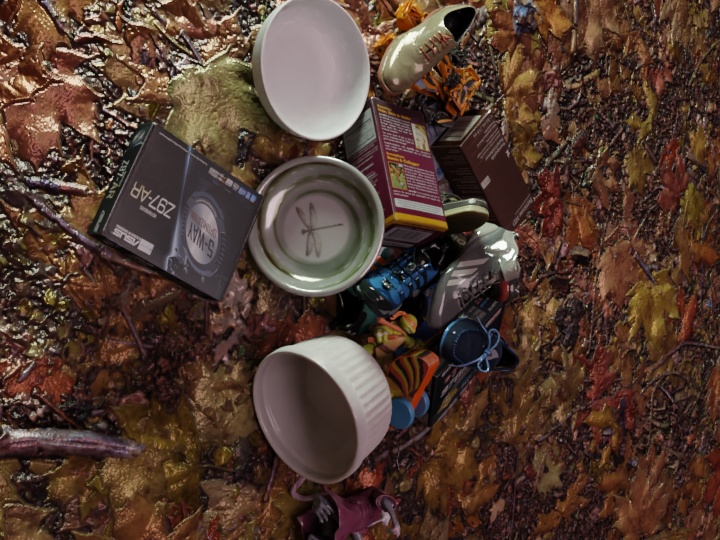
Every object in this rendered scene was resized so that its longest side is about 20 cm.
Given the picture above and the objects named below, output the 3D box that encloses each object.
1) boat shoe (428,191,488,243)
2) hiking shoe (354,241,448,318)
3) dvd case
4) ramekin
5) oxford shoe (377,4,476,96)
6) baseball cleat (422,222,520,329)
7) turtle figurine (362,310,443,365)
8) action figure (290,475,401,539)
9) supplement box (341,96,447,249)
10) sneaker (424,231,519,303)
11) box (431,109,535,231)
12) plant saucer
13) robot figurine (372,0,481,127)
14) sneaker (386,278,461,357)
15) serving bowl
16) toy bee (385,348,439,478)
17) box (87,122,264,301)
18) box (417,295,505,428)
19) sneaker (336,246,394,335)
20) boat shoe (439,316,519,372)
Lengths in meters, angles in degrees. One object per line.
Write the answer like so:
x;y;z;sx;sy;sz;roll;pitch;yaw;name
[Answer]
0.129;-0.092;1.445;0.071;0.200;0.067;15;74;-25;boat shoe
0.058;0.003;1.342;0.074;0.087;0.200;42;27;9;hiking shoe
0.152;-0.198;1.569;0.142;0.017;0.202;-38;118;-32;dvd case
-0.047;0.187;1.311;0.105;0.198;0.203;-27;110;-45;ramekin
0.101;-0.342;1.401;0.071;0.074;0.201;48;65;-20;oxford shoe
0.177;0.011;1.397;0.201;0.105;0.070;-59;148;-22;baseball cleat
0.028;0.112;1.399;0.161;0.065;0.199;-42;156;16;turtle figurine
-0.016;0.377;1.436;0.199;0.134;0.150;-10;57;-52;action figure
0.048;-0.143;1.390;0.109;0.085;0.203;8;63;-40;supplement box
0.173;-0.008;1.499;0.097;0.201;0.072;-7;127;-31;sneaker
0.209;-0.160;1.564;0.100;0.074;0.201;-50;125;-27;box
-0.063;-0.061;1.326;0.197;0.050;0.204;0;82;1;plant saucer
0.116;-0.326;1.488;0.200;0.058;0.146;40;68;-25;robot figurine
0.109;0.048;1.510;0.200;0.076;0.112;-49;132;-20;sneaker
-0.080;-0.287;1.328;0.198;0.065;0.204;-4;97;-41;serving bowl
0.041;0.200;1.395;0.202;0.108;0.131;-67;157;3;toy bee
-0.237;-0.074;1.220;0.199;0.043;0.162;34;71;-38;box
0.161;0.143;1.533;0.200;0.046;0.160;-44;153;-30;box
0.000;0.000;1.415;0.079;0.071;0.203;-4;97;-45;sneaker
0.191;0.116;1.425;0.199;0.068;0.085;7;105;-56;boat shoe
